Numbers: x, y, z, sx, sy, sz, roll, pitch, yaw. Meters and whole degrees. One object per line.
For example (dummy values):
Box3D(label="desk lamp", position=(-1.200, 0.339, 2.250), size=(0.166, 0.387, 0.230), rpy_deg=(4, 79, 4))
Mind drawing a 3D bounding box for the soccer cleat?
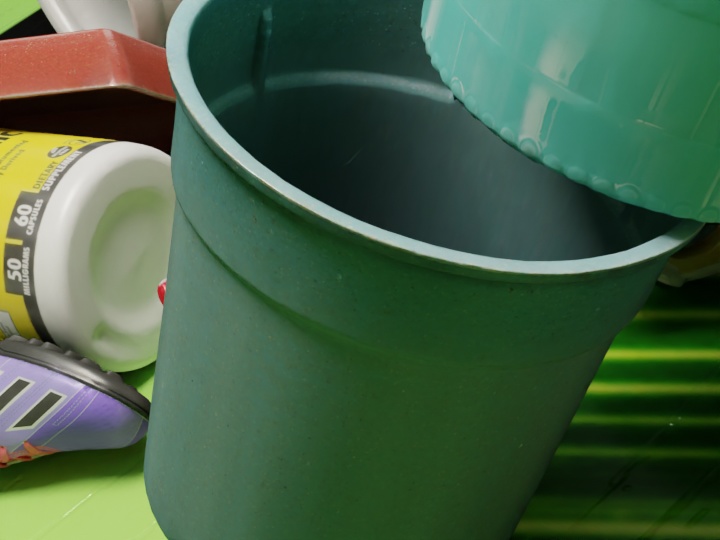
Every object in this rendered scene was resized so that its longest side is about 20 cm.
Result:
Box3D(label="soccer cleat", position=(-0.185, 0.071, 1.000), size=(0.200, 0.068, 0.073), rpy_deg=(6, 62, 28))

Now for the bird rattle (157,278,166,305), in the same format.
Box3D(label="bird rattle", position=(0.000, 0.000, 0.974), size=(0.163, 0.113, 0.200), rpy_deg=(10, 42, 13))

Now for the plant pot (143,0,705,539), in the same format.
Box3D(label="plant pot", position=(0.009, 0.016, 0.804), size=(0.200, 0.196, 0.200), rpy_deg=(11, 34, -7))

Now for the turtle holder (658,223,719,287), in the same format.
Box3D(label="turtle holder", position=(0.152, -0.059, 0.947), size=(0.185, 0.141, 0.132), rpy_deg=(28, 90, 41))

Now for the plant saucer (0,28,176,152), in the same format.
Box3D(label="plant saucer", position=(-0.163, -0.091, 1.137), size=(0.199, 0.037, 0.200), rpy_deg=(-4, -5, 23))

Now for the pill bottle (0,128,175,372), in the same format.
Box3D(label="pill bottle", position=(-0.183, -0.016, 1.075), size=(0.200, 0.111, 0.111), rpy_deg=(7, 40, 37))

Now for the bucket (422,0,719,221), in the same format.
Box3D(label="bucket", position=(0.123, -0.121, 0.738), size=(0.207, 0.135, 0.207), rpy_deg=(11, 36, -8))

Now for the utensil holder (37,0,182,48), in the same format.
Box3D(label="utensil holder", position=(-0.096, -0.228, 1.304), size=(0.200, 0.170, 0.170), rpy_deg=(-31, 33, -20))
